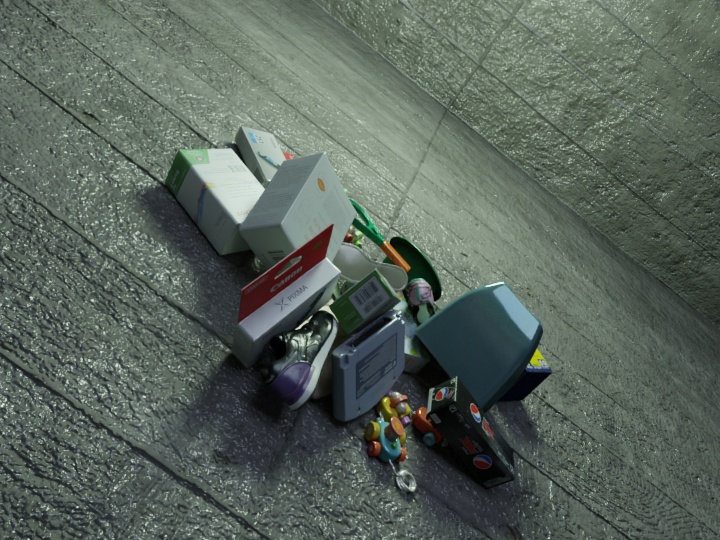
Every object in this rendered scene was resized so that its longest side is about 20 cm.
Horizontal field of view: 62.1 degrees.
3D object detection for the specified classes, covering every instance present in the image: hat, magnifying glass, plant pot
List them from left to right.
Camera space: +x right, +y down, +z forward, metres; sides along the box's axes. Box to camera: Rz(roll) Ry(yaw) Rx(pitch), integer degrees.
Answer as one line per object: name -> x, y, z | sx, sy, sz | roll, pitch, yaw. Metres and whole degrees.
magnifying glass -> 0.031, -0.071, 1.251 | 0.200, 0.022, 0.080 | 46, 20, -4
hat -> 0.057, 0.035, 1.337 | 0.175, 0.166, 0.201 | -37, 80, -22
plant pot -> 0.257, 0.137, 1.204 | 0.197, 0.200, 0.195 | 50, 8, 21

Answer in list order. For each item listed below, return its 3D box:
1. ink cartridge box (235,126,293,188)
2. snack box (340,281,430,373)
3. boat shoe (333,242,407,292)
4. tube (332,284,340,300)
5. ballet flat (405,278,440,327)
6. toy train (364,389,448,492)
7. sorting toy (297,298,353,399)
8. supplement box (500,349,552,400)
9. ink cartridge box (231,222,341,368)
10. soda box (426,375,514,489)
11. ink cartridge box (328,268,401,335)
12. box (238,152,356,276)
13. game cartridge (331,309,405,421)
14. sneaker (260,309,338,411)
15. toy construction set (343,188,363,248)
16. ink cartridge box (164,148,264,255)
ink cartridge box -> -0.190, -0.247, 1.423 | 0.173, 0.045, 0.202 | 7, 43, -42
snack box -> 0.048, 0.106, 1.217 | 0.140, 0.053, 0.202 | 20, 33, -34
boat shoe -> 0.000, 0.000, 1.224 | 0.196, 0.062, 0.075 | 20, 75, -20
tube -> -0.078, -0.013, 1.238 | 0.057, 0.052, 0.203 | 11, 40, -37
ballet flat -> 0.135, 0.090, 1.279 | 0.201, 0.067, 0.073 | 64, 23, -60
toy train -> 0.089, 0.275, 1.031 | 0.150, 0.056, 0.200 | 42, 29, 5
sorting toy -> -0.074, 0.124, 1.066 | 0.183, 0.037, 0.202 | -4, 56, -51
supplement box -> 0.323, 0.182, 1.372 | 0.107, 0.110, 0.202 | 9, 40, -41
ink cartridge box -> -0.109, 0.041, 0.934 | 0.045, 0.178, 0.199 | 41, 54, 14
soda box -> 0.198, 0.290, 1.067 | 0.202, 0.062, 0.071 | 53, 26, -17
ink cartridge box -> 0.015, 0.061, 1.076 | 0.060, 0.103, 0.200 | 53, 2, 9
box -> -0.111, -0.093, 1.125 | 0.154, 0.104, 0.203 | 59, 42, -36
game cartridge -> 0.016, 0.164, 1.023 | 0.041, 0.137, 0.199 | 16, 26, 29
sneaker -> -0.095, 0.113, 0.937 | 0.087, 0.075, 0.202 | 41, 31, -16
toy construction set -> -0.045, -0.109, 1.319 | 0.090, 0.134, 0.202 | -8, 40, -16
ink cartridge box -> -0.261, -0.137, 1.163 | 0.200, 0.088, 0.144 | 47, 31, 16
